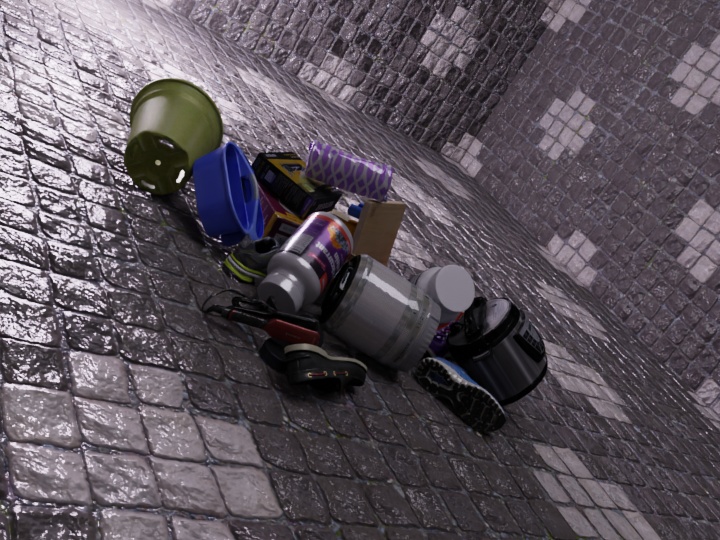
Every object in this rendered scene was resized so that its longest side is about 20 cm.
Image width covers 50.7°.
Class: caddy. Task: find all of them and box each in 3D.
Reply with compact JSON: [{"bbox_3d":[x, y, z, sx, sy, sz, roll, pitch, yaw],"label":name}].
[{"bbox_3d":[-0.243,-0.145,1.464,0.141,0.103,0.205,35,41,-66],"label":"caddy"}]

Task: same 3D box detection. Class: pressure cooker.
[{"bbox_3d":[0.273,0.155,1.574,0.202,0.178,0.175,55,-19,-13],"label":"pressure cooker"}]

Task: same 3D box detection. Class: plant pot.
[{"bbox_3d":[-0.385,-0.251,1.515,0.198,0.201,0.186,28,31,-17],"label":"plant pot"}]

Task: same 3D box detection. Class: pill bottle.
[{"bbox_3d":[0.146,0.060,1.581,0.114,0.118,0.199,28,-24,-16],"label":"pill bottle"},{"bbox_3d":[-0.103,-0.008,1.396,0.110,0.112,0.201,35,49,3],"label":"pill bottle"}]

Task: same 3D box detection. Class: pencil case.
[{"bbox_3d":[-0.022,-0.215,1.623,0.196,0.085,0.087,18,48,-7],"label":"pencil case"}]

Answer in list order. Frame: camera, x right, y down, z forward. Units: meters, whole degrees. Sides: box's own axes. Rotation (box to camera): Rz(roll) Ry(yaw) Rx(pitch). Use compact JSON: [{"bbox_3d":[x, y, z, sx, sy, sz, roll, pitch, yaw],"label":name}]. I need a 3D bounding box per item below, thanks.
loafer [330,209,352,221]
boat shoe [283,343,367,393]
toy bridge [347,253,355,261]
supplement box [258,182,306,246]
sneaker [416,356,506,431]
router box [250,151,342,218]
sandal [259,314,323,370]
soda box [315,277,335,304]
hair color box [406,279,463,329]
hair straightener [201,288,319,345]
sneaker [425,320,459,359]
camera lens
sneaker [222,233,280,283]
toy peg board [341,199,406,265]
[{"bbox_3d":[-0.028,-0.078,1.849,0.198,0.076,0.068,36,12,0],"label":"loafer"},{"bbox_3d":[-0.054,0.169,1.234,0.200,0.072,0.065,26,53,-55],"label":"boat shoe"},{"bbox_3d":[0.000,0.000,1.561,0.198,0.027,0.067,37,19,4],"label":"toy bridge"},{"bbox_3d":[-0.181,-0.107,1.612,0.129,0.104,0.201,18,24,-40],"label":"supplement box"},{"bbox_3d":[0.207,0.233,1.498,0.199,0.079,0.089,39,21,13],"label":"sneaker"},{"bbox_3d":[-0.136,-0.188,1.640,0.156,0.053,0.200,39,17,6],"label":"router box"},{"bbox_3d":[-0.105,0.116,1.295,0.075,0.043,0.200,36,19,3],"label":"sandal"},{"bbox_3d":[-0.025,0.041,1.575,0.197,0.069,0.064,18,25,-41],"label":"soda box"},{"bbox_3d":[0.161,0.084,1.805,0.198,0.065,0.111,8,32,-52],"label":"hair color box"},{"bbox_3d":[-0.162,0.074,1.249,0.195,0.042,0.078,13,29,-8],"label":"hair straightener"},{"bbox_3d":[0.183,0.145,1.663,0.080,0.084,0.198,42,21,25],"label":"sneaker"},{"bbox_3d":[0.034,0.079,1.441,0.197,0.162,0.161,31,19,-11],"label":"camera lens"},{"bbox_3d":[-0.165,-0.017,1.452,0.198,0.082,0.074,10,30,-52],"label":"sneaker"},{"bbox_3d":[-0.004,-0.073,1.719,0.096,0.204,0.199,24,13,22],"label":"toy peg board"}]
